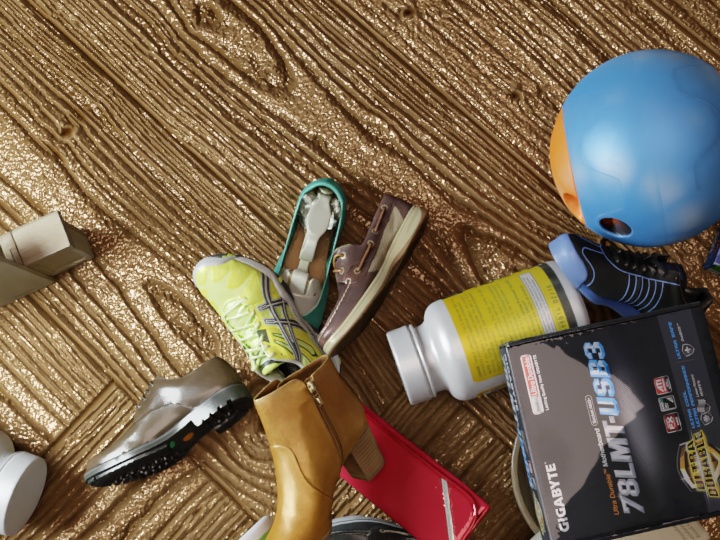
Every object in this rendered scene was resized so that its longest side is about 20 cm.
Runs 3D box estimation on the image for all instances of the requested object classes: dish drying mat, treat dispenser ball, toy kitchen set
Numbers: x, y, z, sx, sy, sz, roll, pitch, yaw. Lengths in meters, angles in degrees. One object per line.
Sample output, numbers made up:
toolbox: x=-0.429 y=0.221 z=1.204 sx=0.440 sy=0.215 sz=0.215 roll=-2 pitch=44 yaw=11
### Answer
dish drying mat: x=0.037 y=0.217 z=0.930 sx=0.200 sy=0.018 sz=0.077 roll=35 pitch=79 yaw=21
treat dispenser ball: x=0.298 y=-0.125 z=0.903 sx=0.200 sy=0.201 sz=0.202 roll=0 pitch=81 yaw=2
toy kitchen set: x=-0.434 y=-0.061 z=0.944 sx=0.199 sy=0.163 sz=0.181 roll=-24 pitch=81 yaw=-2

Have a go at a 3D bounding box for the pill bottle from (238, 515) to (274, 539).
pill bottle: x=-0.068 y=0.361 z=0.891 sx=0.111 sy=0.111 sz=0.200 roll=-44 pitch=82 yaw=-4

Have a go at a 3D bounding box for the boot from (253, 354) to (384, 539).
boot: x=-0.070 y=0.188 z=0.858 sx=0.201 sy=0.071 sz=0.144 roll=-42 pitch=107 yaw=-36

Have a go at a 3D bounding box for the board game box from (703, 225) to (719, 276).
board game box: x=0.484 y=-0.067 z=0.971 sx=0.135 sy=0.034 sz=0.201 roll=24 pitch=83 yaw=5

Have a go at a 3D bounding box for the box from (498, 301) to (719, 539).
box: x=0.252 y=0.147 z=0.841 sx=0.197 sy=0.050 sz=0.201 roll=-11 pitch=82 yaw=-3

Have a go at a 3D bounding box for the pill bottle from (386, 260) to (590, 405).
pill bottle: x=0.134 y=0.072 z=0.927 sx=0.199 sy=0.111 sz=0.112 roll=-19 pitch=81 yaw=-1

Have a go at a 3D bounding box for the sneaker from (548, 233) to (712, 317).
sneaker: x=0.282 y=0.005 z=0.906 sx=0.200 sy=0.070 sz=0.078 roll=30 pitch=121 yaw=-30

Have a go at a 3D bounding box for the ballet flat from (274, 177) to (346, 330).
ballet flat: x=-0.062 y=-0.010 z=0.968 sx=0.067 sy=0.070 sz=0.201 roll=13 pitch=83 yaw=4

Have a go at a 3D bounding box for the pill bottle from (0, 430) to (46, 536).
pill bottle: x=-0.446 y=0.209 z=0.930 sx=0.199 sy=0.112 sz=0.113 roll=17 pitch=82 yaw=4

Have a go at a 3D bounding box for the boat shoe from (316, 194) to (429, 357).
boat shoe: x=0.000 y=0.000 z=0.957 sx=0.072 sy=0.072 sz=0.200 roll=29 pitch=72 yaw=10

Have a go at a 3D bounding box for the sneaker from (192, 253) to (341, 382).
sneaker: x=-0.098 y=0.063 z=0.920 sx=0.200 sy=0.076 sz=0.075 roll=44 pitch=118 yaw=-11

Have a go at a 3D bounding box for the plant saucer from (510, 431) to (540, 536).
plant saucer: x=0.260 y=0.215 z=0.942 sx=0.199 sy=0.029 sz=0.201 roll=0 pitch=81 yaw=2

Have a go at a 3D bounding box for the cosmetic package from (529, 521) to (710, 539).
cosmetic package: x=0.236 y=0.291 z=0.882 sx=0.200 sy=0.073 sz=0.104 roll=-42 pitch=83 yaw=-5

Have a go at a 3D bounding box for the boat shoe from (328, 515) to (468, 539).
boat shoe: x=0.037 y=0.301 z=0.923 sx=0.199 sy=0.057 sz=0.069 roll=4 pitch=82 yaw=3

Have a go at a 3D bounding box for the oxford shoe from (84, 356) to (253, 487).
oxford shoe: x=-0.218 y=0.165 z=0.957 sx=0.200 sy=0.073 sz=0.085 roll=-33 pitch=65 yaw=-5
